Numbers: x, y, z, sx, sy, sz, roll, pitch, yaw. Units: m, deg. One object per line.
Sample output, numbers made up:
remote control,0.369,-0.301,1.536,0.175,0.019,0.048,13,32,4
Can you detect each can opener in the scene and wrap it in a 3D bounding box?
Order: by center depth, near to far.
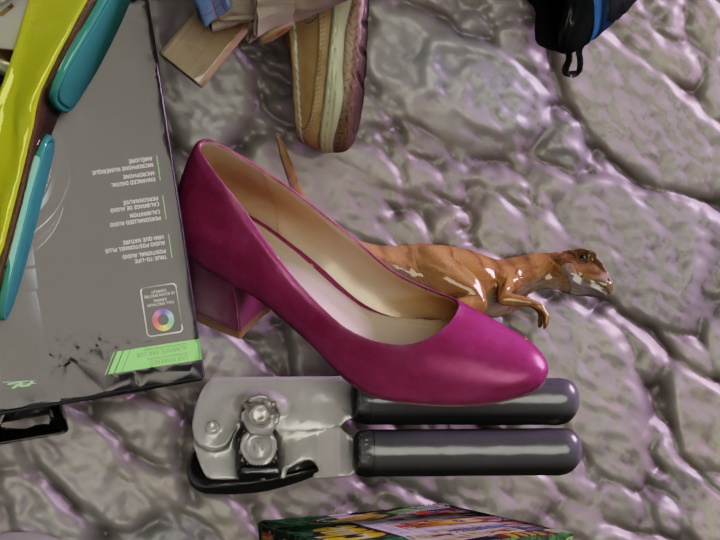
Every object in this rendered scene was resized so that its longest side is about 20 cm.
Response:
can opener,0.011,0.080,1.149,0.199,0.067,0.053,-2,73,-1

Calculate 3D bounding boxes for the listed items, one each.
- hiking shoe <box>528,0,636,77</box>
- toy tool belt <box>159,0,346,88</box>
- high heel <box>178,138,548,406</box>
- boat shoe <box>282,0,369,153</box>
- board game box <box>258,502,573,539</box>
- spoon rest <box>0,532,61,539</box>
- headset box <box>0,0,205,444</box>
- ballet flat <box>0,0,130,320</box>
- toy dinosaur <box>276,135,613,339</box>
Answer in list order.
hiking shoe,0.074,-0.202,1.189,0.200,0.074,0.087,45,72,-8
toy tool belt,-0.081,-0.199,1.091,0.122,0.125,0.201,-27,95,14
high heel,0.000,0.000,1.114,0.067,0.199,0.096,-42,143,-47
boat shoe,-0.033,-0.159,1.172,0.076,0.072,0.201,2,78,-1
board game box,0.021,0.132,1.093,0.104,0.200,0.024,-6,90,-15
spoon rest,-0.122,0.201,1.133,0.199,0.061,0.100,24,80,1
headset box,-0.177,-0.017,1.105,0.173,0.093,0.201,-8,89,-14
ballet flat,-0.159,-0.076,1.034,0.067,0.067,0.201,20,84,2
toy dinosaur,0.033,0.008,1.185,0.199,0.060,0.107,11,71,-24
